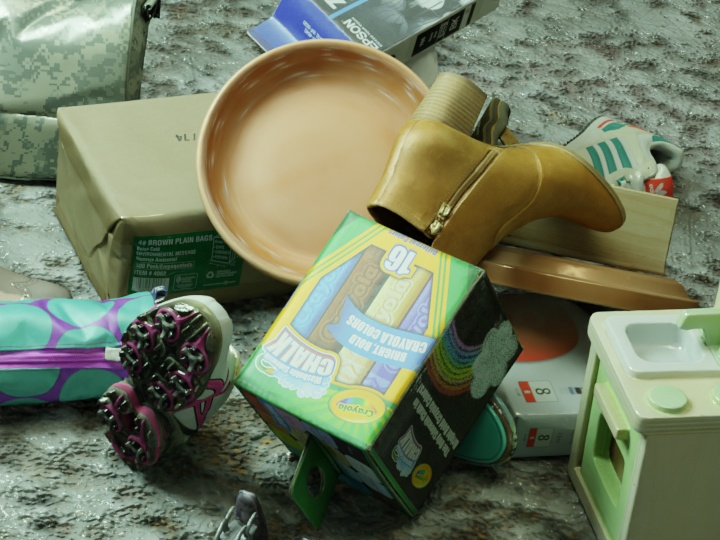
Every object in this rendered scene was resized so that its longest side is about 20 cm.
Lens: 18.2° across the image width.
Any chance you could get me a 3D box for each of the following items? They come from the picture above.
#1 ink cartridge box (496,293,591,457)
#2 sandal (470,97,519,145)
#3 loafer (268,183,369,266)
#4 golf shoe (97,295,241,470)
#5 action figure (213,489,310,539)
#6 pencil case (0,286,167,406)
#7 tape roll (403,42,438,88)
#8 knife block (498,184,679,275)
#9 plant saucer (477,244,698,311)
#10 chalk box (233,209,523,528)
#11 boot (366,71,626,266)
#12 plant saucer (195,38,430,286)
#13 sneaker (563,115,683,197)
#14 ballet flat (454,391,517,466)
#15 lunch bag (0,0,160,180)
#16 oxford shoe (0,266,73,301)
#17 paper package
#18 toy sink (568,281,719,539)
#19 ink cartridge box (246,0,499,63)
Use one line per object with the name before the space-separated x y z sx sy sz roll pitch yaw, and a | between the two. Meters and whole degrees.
ink cartridge box | 0.189 0.077 1.754 0.199 0.050 0.162 -5 34 -12
sandal | 0.116 -0.091 1.993 0.054 0.080 0.200 30 29 -3
loafer | 0.000 0.000 1.762 0.200 0.070 0.075 38 75 3
golf shoe | -0.122 0.064 1.576 0.092 0.200 0.073 -32 78 -31
action figure | -0.103 0.232 1.441 0.130 0.070 0.200 25 39 17
pencil case | -0.240 0.061 1.661 0.199 0.085 0.092 -4 5 -16
tape roll | 0.009 -0.137 1.915 0.071 0.203 0.203 -2 33 -15
knife block | 0.126 -0.050 1.780 0.200 0.064 0.175 12 2 38
plant saucer | 0.170 0.007 1.785 0.199 0.032 0.200 10 1 0
chalk box | 0.003 0.085 1.601 0.124 0.125 0.200 26 72 30
boot | 0.100 -0.040 1.687 0.201 0.071 0.144 35 64 -21
plant saucer | -0.027 -0.079 1.725 0.199 0.037 0.201 1 74 -2
sneaker | 0.224 -0.076 1.979 0.093 0.071 0.200 14 30 21
ballet flat | 0.047 0.084 1.705 0.200 0.074 0.074 30 39 26
lunch bag | -0.279 -0.179 1.951 0.199 0.168 0.140 6 33 -2
oxford shoe | -0.316 0.008 1.739 0.199 0.073 0.071 8 32 0
paper package | -0.135 -0.060 1.855 0.199 0.104 0.191 -7 35 -23
toy sink | 0.222 0.100 1.585 0.112 0.201 0.131 -1 34 -14
ink cartridge box | 0.014 -0.214 1.822 0.200 0.039 0.099 -34 68 -31
